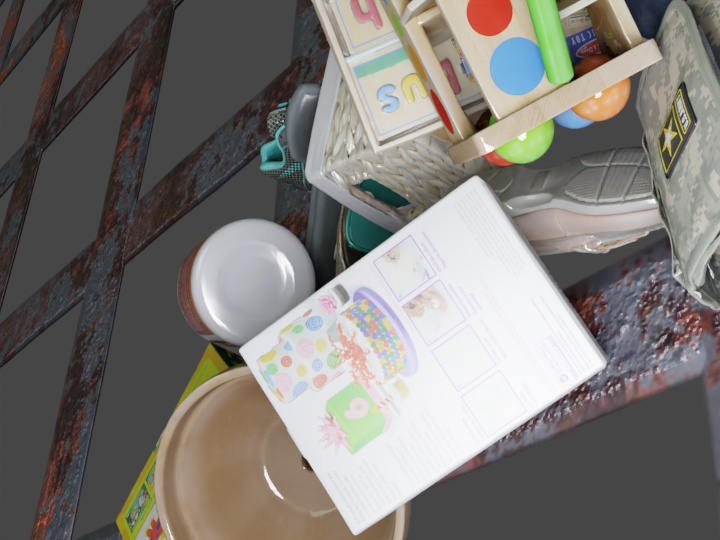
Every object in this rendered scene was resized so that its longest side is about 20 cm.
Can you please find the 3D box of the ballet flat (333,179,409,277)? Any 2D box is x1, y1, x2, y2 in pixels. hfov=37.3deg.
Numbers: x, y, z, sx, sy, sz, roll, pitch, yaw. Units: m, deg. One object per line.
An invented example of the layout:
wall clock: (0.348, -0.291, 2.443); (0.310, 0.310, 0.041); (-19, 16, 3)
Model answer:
ballet flat: (0.000, 0.000, 0.928); (0.067, 0.067, 0.203); (-42, 34, 55)

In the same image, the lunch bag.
lunch bag: (0.238, -0.092, 0.582); (0.199, 0.117, 0.166); (-38, 36, 33)

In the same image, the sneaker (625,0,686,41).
sneaker: (0.188, -0.262, 0.749); (0.076, 0.147, 0.204); (-19, 46, 0)

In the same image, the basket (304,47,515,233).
basket: (0.054, -0.148, 0.885); (0.123, 0.135, 0.203); (-17, 55, 47)

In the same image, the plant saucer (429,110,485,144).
plant saucer: (0.086, -0.194, 0.803); (0.035, 0.198, 0.203); (-27, 45, 62)

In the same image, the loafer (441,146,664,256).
loafer: (0.150, -0.040, 0.742); (0.198, 0.063, 0.072); (-2, 38, 39)

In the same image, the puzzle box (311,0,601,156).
puzzle box: (0.074, -0.178, 0.744); (0.198, 0.135, 0.025); (-23, 4, -1)

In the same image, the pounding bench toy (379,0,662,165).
pounding bench toy: (0.095, -0.150, 0.633); (0.123, 0.158, 0.200); (-27, 4, -1)

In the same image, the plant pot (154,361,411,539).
plant pot: (-0.050, 0.160, 0.817); (0.202, 0.200, 0.093); (-51, -8, 19)

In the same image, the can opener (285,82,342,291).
can opener: (-0.037, -0.075, 0.964); (0.053, 0.065, 0.203); (-111, 21, -62)

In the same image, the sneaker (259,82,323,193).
sneaker: (-0.042, -0.139, 1.012); (0.201, 0.090, 0.078); (120, 156, -49)

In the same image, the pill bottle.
pill bottle: (-0.115, 0.016, 1.010); (0.114, 0.111, 0.200); (-69, 13, -9)

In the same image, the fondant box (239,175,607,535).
fondant box: (0.041, 0.056, 0.703); (0.199, 0.145, 0.058); (-35, -7, 10)

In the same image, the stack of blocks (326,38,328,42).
stack of blocks: (0.023, -0.258, 1.083); (0.115, 0.058, 0.202); (-30, 45, 43)

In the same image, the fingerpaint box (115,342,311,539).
fingerpaint box: (-0.131, 0.195, 0.969); (0.202, 0.073, 0.167); (-62, 30, 5)
